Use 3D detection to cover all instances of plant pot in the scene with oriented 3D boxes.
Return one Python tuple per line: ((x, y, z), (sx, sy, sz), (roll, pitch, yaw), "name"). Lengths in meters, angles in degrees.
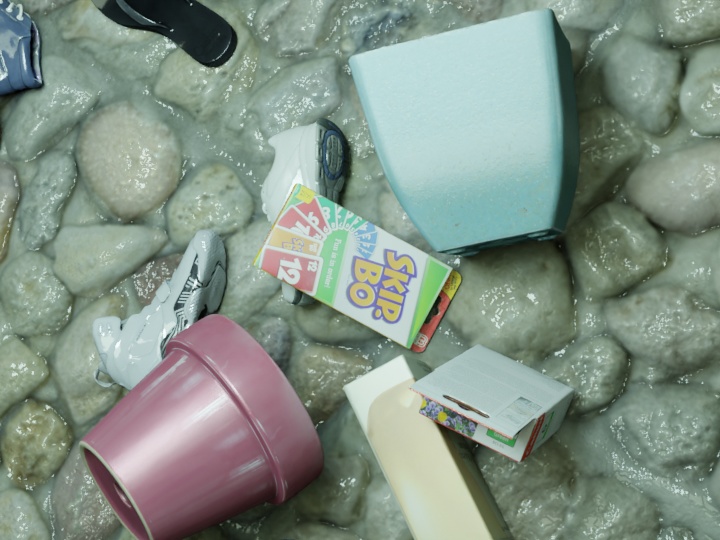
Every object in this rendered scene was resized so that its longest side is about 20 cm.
((0.122, -0.121, 1.293), (0.196, 0.196, 0.200), (-12, 86, 14), "plant pot")
((-0.164, 0.169, 1.282), (0.179, 0.200, 0.200), (-33, 70, -23), "plant pot")

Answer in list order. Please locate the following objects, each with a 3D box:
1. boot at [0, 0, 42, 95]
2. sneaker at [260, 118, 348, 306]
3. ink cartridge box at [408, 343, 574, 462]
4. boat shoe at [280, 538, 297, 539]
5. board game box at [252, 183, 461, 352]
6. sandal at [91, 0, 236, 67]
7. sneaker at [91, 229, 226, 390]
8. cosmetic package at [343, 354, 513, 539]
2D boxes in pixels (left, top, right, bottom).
((-0.426, -0.302, 1.552), (0.090, 0.073, 0.200), (-9, 86, 8), "boot")
((-0.063, -0.060, 1.403), (0.087, 0.074, 0.200), (-3, 76, 33), "sneaker")
((0.119, 0.129, 1.234), (0.109, 0.200, 0.050), (25, 107, 19), "ink cartridge box")
((-0.060, 0.369, 1.317), (0.075, 0.062, 0.200), (-8, 78, 13), "boat shoe")
((0.000, 0.000, 1.342), (0.200, 0.030, 0.096), (28, 89, -11), "board game box")
((-0.228, -0.301, 1.499), (0.200, 0.043, 0.076), (28, 89, 19), "sandal")
((-0.219, 0.045, 1.416), (0.115, 0.075, 0.200), (13, 87, 15), "sneaker")
((0.067, 0.189, 1.291), (0.071, 0.105, 0.200), (-29, 75, 11), "cosmetic package")
